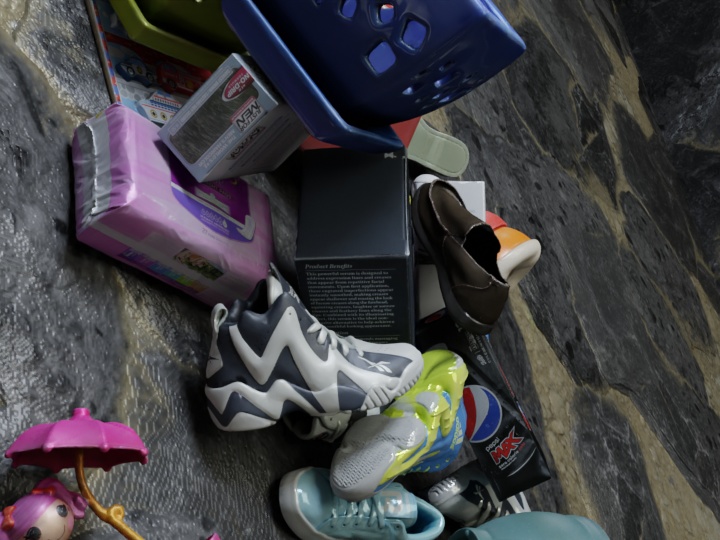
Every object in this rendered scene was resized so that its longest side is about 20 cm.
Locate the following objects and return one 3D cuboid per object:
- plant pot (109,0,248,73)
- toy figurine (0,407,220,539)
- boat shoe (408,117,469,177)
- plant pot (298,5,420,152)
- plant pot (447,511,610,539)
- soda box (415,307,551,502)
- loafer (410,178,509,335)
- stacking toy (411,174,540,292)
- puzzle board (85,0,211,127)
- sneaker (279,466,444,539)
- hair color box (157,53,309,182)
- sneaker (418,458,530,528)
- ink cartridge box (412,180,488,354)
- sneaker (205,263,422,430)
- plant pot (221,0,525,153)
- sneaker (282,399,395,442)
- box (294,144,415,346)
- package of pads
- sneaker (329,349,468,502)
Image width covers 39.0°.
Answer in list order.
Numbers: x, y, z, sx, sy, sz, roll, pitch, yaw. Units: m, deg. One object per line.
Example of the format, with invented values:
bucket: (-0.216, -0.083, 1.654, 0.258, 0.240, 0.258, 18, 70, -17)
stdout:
plant pot: (-0.153, -0.319, 1.012, 0.198, 0.181, 0.201, 9, 43, -57)
toy figurine: (-0.178, 0.189, 0.674, 0.184, 0.150, 0.200, 50, 53, 3)
boat shoe: (0.065, -0.190, 1.427, 0.200, 0.060, 0.072, 28, 88, -35)
plant pot: (0.001, -0.229, 1.159, 0.199, 0.178, 0.201, 28, 26, -15)
plant pot: (0.151, 0.333, 1.025, 0.133, 0.201, 0.202, 19, 45, -17)
soda box: (0.129, 0.134, 1.069, 0.202, 0.063, 0.071, 63, 8, -5)
loafer: (0.111, -0.027, 1.038, 0.072, 0.071, 0.201, 18, 38, -36)
stacking toy: (0.137, -0.050, 1.399, 0.200, 0.146, 0.146, 50, 25, 17)
puzzle board: (-0.188, -0.193, 1.049, 0.199, 0.017, 0.152, 6, 61, -57)
sneaker: (0.008, 0.221, 0.963, 0.199, 0.081, 0.075, 28, 43, -47)
hair color box: (-0.097, -0.140, 0.939, 0.061, 0.099, 0.200, 48, 16, 2)
sneaker: (0.145, 0.284, 1.142, 0.131, 0.079, 0.199, 63, 17, 18)
ink cartridge box: (0.104, 0.006, 1.182, 0.145, 0.083, 0.203, 58, 32, -84)
sneaker: (-0.041, 0.055, 0.886, 0.079, 0.197, 0.131, -142, -135, -73)
plant pot: (0.007, -0.218, 0.884, 0.201, 0.180, 0.200, 52, 16, 10)
sneaker: (-0.029, 0.141, 0.990, 0.200, 0.074, 0.089, 40, 44, -24)
box: (0.000, 0.000, 1.016, 0.201, 0.106, 0.150, 85, 5, -47)
package of pads: (-0.164, -0.052, 0.907, 0.199, 0.075, 0.122, 31, 40, -46)
sneaker: (0.051, 0.170, 0.964, 0.200, 0.075, 0.106, -43, 127, -37)
